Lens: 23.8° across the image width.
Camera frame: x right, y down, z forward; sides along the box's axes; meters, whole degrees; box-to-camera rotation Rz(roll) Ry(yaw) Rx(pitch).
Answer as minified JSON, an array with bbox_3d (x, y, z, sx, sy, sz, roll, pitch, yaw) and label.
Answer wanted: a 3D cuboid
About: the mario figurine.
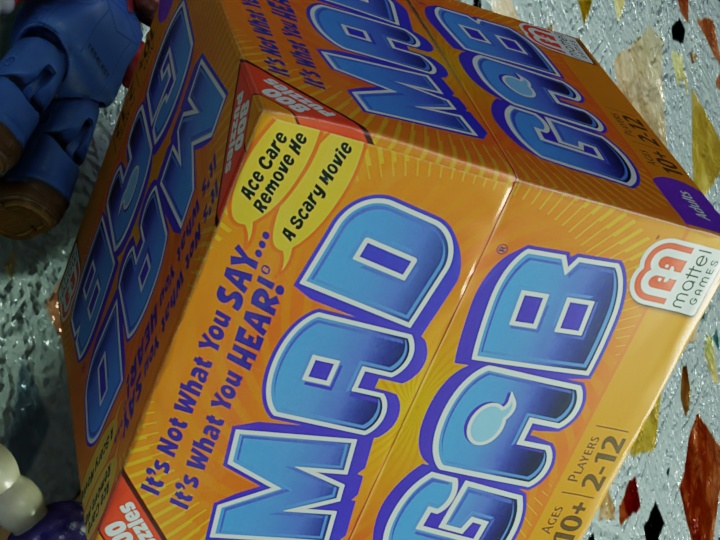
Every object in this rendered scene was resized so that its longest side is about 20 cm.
[{"bbox_3d":[-0.143,-0.113,0.821,0.123,0.106,0.200,109,7,-60],"label":"mario figurine"}]

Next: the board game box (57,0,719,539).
[{"bbox_3d":[0.000,0.000,0.732,0.200,0.200,0.200,-112,-139,-57],"label":"board game box"}]

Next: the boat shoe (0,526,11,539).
[{"bbox_3d":[-0.167,0.178,0.696,0.075,0.075,0.203,49,44,-49],"label":"boat shoe"}]

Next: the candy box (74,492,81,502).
[{"bbox_3d":[-0.070,0.113,0.849,0.200,0.115,0.055,-51,130,-53],"label":"candy box"}]

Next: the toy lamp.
[{"bbox_3d":[-0.177,0.039,0.679,0.200,0.058,0.058,55,36,-16],"label":"toy lamp"}]
